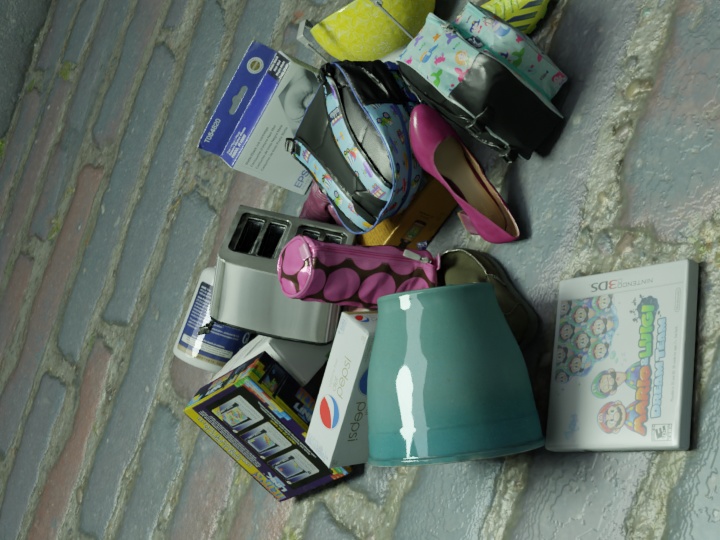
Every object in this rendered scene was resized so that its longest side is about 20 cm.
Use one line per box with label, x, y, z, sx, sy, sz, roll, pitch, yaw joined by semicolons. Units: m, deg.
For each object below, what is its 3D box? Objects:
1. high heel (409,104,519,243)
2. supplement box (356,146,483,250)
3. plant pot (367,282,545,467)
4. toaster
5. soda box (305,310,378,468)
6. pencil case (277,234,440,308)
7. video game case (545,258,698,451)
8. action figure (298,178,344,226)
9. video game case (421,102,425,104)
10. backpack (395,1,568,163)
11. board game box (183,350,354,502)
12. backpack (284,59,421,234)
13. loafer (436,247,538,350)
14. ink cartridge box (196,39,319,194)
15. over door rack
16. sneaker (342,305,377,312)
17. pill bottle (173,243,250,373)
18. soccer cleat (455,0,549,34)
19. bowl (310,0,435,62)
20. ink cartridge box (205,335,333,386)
high heel;0.134;-0.122;1.393;0.067;0.200;0.096;-43;25;-17
supplement box;0.078;-0.088;1.539;0.200;0.067;0.069;-54;38;21
plant pot;0.097;0.112;1.260;0.200;0.200;0.188;-12;83;51
toaster;-0.109;0.008;1.550;0.200;0.181;0.119;-74;-5;-55
soda box;-0.006;0.152;1.438;0.064;0.068;0.200;41;123;45
pencil case;0.000;0.000;1.426;0.094;0.200;0.091;-40;52;56
video game case;0.281;0.096;1.215;0.182;0.024;0.200;-12;65;51
action figure;-0.062;-0.098;1.655;0.134;0.149;0.200;64;155;25
video game case;0.019;-0.177;1.701;0.200;0.018;0.143;-2;72;53
backpack;0.148;-0.247;1.421;0.151;0.178;0.200;-57;39;4
board game box;-0.122;0.220;1.553;0.165;0.200;0.057;-30;20;43
backpack;0.013;-0.158;1.481;0.200;0.134;0.183;59;141;25
loafer;0.145;0.025;1.391;0.075;0.070;0.200;-62;36;13
ink cartridge box;-0.127;-0.237;1.769;0.200;0.200;0.041;-59;36;17
over door rack;0.019;-0.291;1.571;0.148;0.200;0.067;-22;33;38
sneaker;0.049;0.088;1.484;0.105;0.075;0.200;-52;46;33
pill bottle;-0.223;0.061;1.835;0.111;0.111;0.200;25;95;55
soccer cleat;0.177;-0.335;1.504;0.200;0.084;0.065;-41;44;35
bowl;0.036;-0.357;1.665;0.200;0.200;0.108;-20;102;48
ink cartridge box;-0.132;0.141;1.641;0.200;0.084;0.145;-37;7;39
